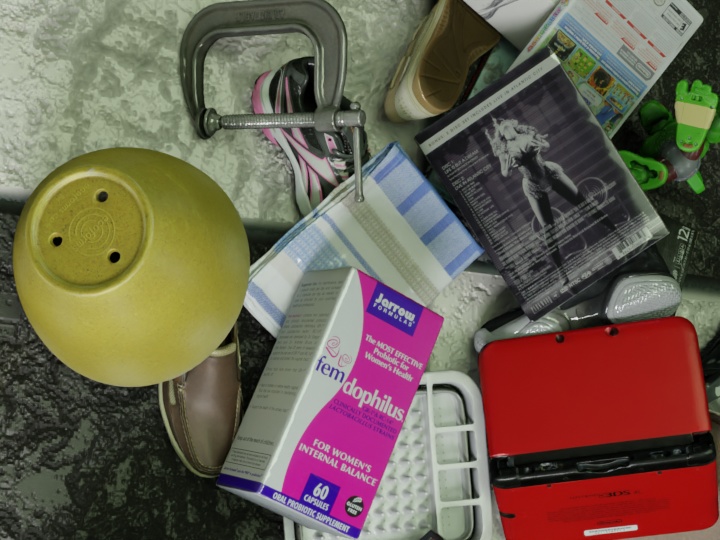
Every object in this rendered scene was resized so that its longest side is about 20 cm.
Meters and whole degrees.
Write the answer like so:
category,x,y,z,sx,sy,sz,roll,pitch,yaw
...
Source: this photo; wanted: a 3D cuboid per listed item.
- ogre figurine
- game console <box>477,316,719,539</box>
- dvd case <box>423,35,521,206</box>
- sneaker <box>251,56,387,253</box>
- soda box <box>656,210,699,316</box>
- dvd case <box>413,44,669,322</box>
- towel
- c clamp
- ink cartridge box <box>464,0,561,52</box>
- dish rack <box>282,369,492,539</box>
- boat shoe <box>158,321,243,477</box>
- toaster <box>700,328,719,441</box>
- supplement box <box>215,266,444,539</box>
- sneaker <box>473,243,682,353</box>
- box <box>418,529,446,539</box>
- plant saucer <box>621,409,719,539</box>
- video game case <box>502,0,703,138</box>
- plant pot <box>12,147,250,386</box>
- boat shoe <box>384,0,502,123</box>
category,x,y,z,sx,sy,sz,roll,pitch,yaw
ogre figurine,0.295,-0.116,1.353,0.098,0.120,0.201,39,103,12
game console,0.218,0.153,1.292,0.197,0.173,0.120,-8,44,9
dvd case,0.161,-0.134,1.387,0.145,0.022,0.201,32,72,-13
sneaker,-0.022,-0.102,1.272,0.080,0.086,0.201,-39,96,-34
soda box,0.261,0.043,1.373,0.070,0.063,0.202,22,74,-15
dvd case,0.162,-0.077,1.274,0.148,0.016,0.201,-33,88,6
towel,0.000,0.000,1.261,0.200,0.024,0.147,-42,113,-3
c clamp,-0.080,-0.155,1.240,0.027,0.198,0.173,-5,102,-62
ink cartridge box,0.143,-0.315,1.332,0.199,0.082,0.148,36,56,-30
dish rack,0.018,0.182,1.274,0.198,0.043,0.174,-2,85,-20
boat shoe,-0.137,0.076,1.217,0.074,0.075,0.205,-7,84,-21
toaster,0.395,0.119,1.387,0.200,0.113,0.130,-39,100,-23
supplement box,-0.025,0.109,1.186,0.101,0.103,0.202,27,75,-22
sneaker,0.196,0.013,1.328,0.198,0.075,0.115,-19,58,18
box,0.021,0.333,1.232,0.199,0.035,0.111,-37,106,-13
plant saucer,0.294,0.214,1.329,0.197,0.035,0.203,2,108,7
video game case,0.218,-0.194,1.322,0.143,0.018,0.201,32,99,-38
plant pot,-0.199,-0.016,1.136,0.197,0.142,0.203,-1,78,7
boat shoe,0.079,-0.213,1.343,0.072,0.065,0.201,45,50,-21
